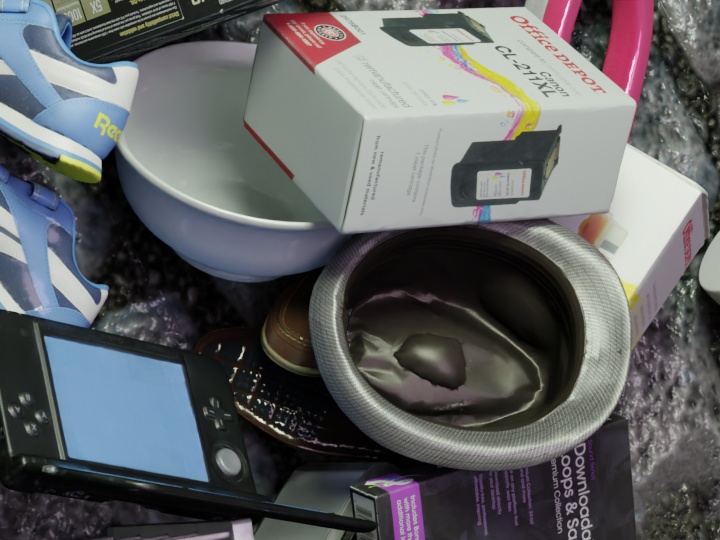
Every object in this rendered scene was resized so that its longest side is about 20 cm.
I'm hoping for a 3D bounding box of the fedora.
[{"bbox_3d":[0.063,0.050,1.600,0.199,0.090,0.178,3,68,-7],"label":"fedora"}]

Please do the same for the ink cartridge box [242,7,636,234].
[{"bbox_3d":[0.049,-0.098,1.598,0.199,0.146,0.083,-5,123,-29],"label":"ink cartridge box"}]

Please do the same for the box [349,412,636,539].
[{"bbox_3d":[0.089,0.180,1.614,0.199,0.036,0.144,-15,108,-32],"label":"box"}]

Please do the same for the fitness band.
[{"bbox_3d":[0.157,-0.140,1.809,0.143,0.037,0.201,24,79,-55],"label":"fitness band"}]

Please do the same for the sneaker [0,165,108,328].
[{"bbox_3d":[-0.230,-0.033,1.596,0.082,0.074,0.201,-39,112,-24],"label":"sneaker"}]

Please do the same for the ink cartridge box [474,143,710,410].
[{"bbox_3d":[0.147,0.023,1.726,0.083,0.145,0.200,33,83,14],"label":"ink cartridge box"}]

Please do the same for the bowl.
[{"bbox_3d":[-0.074,-0.057,1.654,0.200,0.091,0.202,11,37,-8],"label":"bowl"}]

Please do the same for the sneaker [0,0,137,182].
[{"bbox_3d":[-0.225,-0.136,1.569,0.199,0.074,0.082,33,87,5],"label":"sneaker"}]

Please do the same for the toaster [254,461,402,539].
[{"bbox_3d":[0.009,0.232,1.671,0.181,0.118,0.201,41,66,-20],"label":"toaster"}]

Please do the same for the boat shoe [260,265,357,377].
[{"bbox_3d":[0.001,0.000,1.687,0.072,0.068,0.200,31,39,15],"label":"boat shoe"}]

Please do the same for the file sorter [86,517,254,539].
[{"bbox_3d":[-0.151,0.229,1.534,0.124,0.200,0.140,-7,87,-28],"label":"file sorter"}]

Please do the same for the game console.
[{"bbox_3d":[-0.111,0.091,1.535,0.199,0.116,0.177,16,49,-43],"label":"game console"}]

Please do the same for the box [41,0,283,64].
[{"bbox_3d":[-0.126,-0.229,1.597,0.086,0.199,0.165,-21,94,-58],"label":"box"}]

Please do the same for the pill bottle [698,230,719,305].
[{"bbox_3d":[0.350,0.041,1.890,0.200,0.116,0.116,41,66,-19],"label":"pill bottle"}]

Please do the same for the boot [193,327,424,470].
[{"bbox_3d":[-0.018,0.097,1.710,0.199,0.097,0.075,20,76,4],"label":"boot"}]
